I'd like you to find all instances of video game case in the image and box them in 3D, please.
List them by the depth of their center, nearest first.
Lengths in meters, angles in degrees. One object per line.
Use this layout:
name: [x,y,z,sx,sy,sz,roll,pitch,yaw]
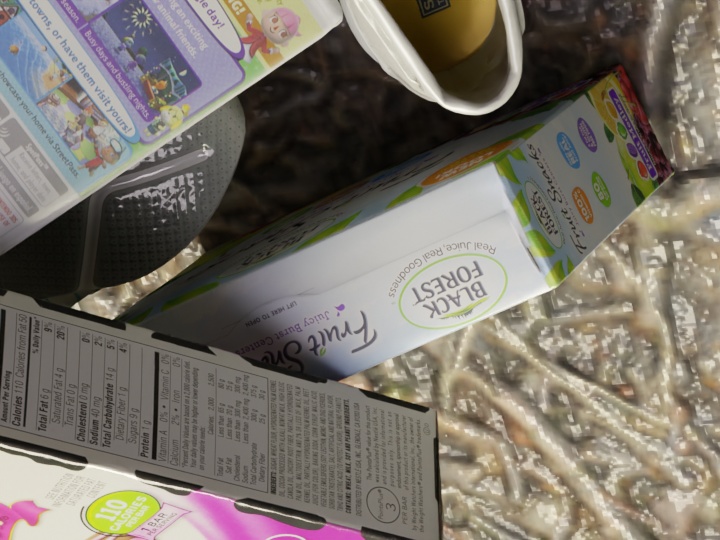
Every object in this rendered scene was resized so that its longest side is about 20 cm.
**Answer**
video game case: [-0.133,-0.107,0.801,0.182,0.022,0.200,-34,112,5]

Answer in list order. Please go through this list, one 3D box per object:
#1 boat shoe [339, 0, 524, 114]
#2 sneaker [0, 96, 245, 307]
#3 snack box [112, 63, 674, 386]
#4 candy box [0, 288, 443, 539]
boat shoe: [0.004,-0.131,0.793,0.074,0.086,0.202,-25,122,-7]
sneaker: [-0.120,-0.016,0.934,0.200,0.080,0.070,-37,106,24]
snack box: [0.000,0.000,0.937,0.200,0.142,0.053,-24,98,28]
candy box: [-0.090,0.078,0.874,0.200,0.061,0.136,17,142,-24]
